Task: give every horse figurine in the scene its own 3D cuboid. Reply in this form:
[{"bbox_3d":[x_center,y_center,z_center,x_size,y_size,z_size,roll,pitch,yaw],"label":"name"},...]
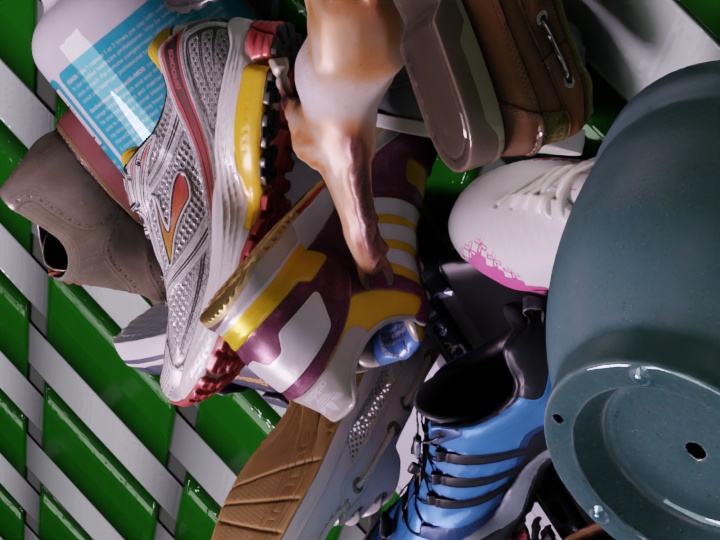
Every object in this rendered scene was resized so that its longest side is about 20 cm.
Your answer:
[{"bbox_3d":[-0.007,-0.104,1.288,0.200,0.050,0.133,102,159,-46],"label":"horse figurine"}]

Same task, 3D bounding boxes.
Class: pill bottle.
[{"bbox_3d":[-0.098,-0.104,1.511,0.200,0.111,0.111,52,160,-5],"label":"pill bottle"}]

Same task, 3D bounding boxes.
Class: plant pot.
[{"bbox_3d":[0.152,0.037,1.102,0.200,0.134,0.200,24,142,20],"label":"plant pot"}]

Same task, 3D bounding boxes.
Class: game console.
[{"bbox_3d":[0.115,0.047,1.460,0.200,0.116,0.176,57,-171,-18],"label":"game console"}]

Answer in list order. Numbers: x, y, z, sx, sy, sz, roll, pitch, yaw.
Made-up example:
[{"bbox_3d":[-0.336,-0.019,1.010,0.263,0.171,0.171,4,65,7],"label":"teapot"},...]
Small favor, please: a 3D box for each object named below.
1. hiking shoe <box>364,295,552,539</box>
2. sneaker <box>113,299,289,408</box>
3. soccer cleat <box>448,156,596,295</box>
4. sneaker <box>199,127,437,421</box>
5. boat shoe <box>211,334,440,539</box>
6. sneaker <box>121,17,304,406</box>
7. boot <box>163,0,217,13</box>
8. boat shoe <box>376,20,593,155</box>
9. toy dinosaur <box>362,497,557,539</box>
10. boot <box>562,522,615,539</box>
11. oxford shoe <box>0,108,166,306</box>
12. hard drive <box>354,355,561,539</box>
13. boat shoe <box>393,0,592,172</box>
[{"bbox_3d":[0.052,0.081,1.378,0.087,0.200,0.074,26,-146,-25],"label":"hiking shoe"},{"bbox_3d":[-0.047,0.041,1.569,0.200,0.078,0.079,-14,110,38],"label":"sneaker"},{"bbox_3d":[0.105,-0.027,1.265,0.200,0.070,0.086,15,158,45],"label":"soccer cleat"},{"bbox_3d":[0.000,0.000,1.384,0.090,0.200,0.075,44,132,-3],"label":"sneaker"},{"bbox_3d":[-0.010,0.098,1.435,0.069,0.200,0.071,40,156,-28],"label":"boat shoe"},{"bbox_3d":[-0.079,-0.031,1.437,0.082,0.200,0.078,10,-172,18],"label":"sneaker"},{"bbox_3d":[-0.092,-0.205,1.282,0.131,0.068,0.200,59,-171,-29],"label":"boot"},{"bbox_3d":[0.052,-0.089,1.319,0.200,0.073,0.062,-164,82,-69],"label":"boat shoe"},{"bbox_3d":[0.015,0.161,1.501,0.105,0.181,0.200,62,-171,16],"label":"toy dinosaur"},{"bbox_3d":[0.123,0.178,1.414,0.200,0.077,0.155,-12,153,22],"label":"boot"},{"bbox_3d":[-0.146,-0.019,1.620,0.070,0.075,0.200,50,176,37],"label":"oxford shoe"},{"bbox_3d":[0.056,0.109,1.688,0.132,0.027,0.200,52,161,-5],"label":"hard drive"},{"bbox_3d":[0.043,-0.145,1.197,0.072,0.068,0.200,-175,69,-71],"label":"boat shoe"}]
